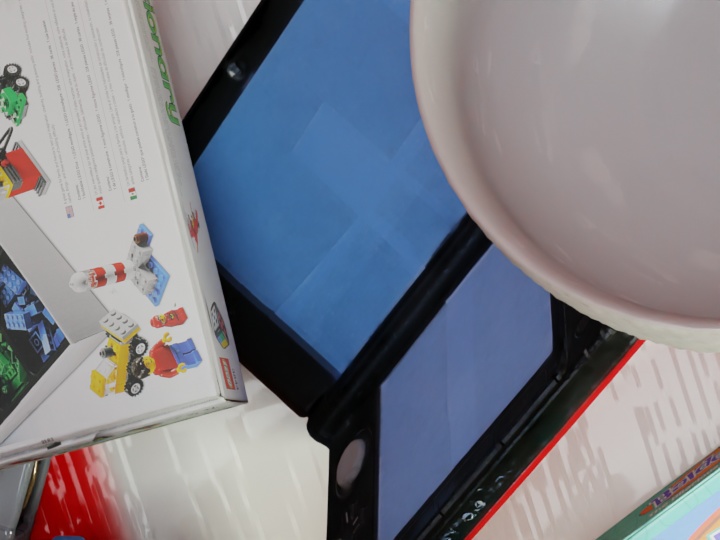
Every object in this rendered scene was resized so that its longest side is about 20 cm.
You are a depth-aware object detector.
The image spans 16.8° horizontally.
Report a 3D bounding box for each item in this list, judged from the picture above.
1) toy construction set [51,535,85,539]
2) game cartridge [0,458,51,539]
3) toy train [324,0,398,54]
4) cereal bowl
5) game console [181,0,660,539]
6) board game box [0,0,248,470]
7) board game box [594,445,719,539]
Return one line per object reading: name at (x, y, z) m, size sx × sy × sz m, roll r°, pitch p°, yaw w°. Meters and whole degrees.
toy construction set at (-0.084, 0.150, 0.880) m, size 0.200 × 0.131 × 0.092 m, roll 20°, pitch 117°, yaw 0°
game cartridge at (-0.174, 0.023, 0.937) m, size 0.133 × 0.042 × 0.200 m, roll 16°, pitch 98°, yaw 3°
toy train at (0.083, -0.086, 0.863) m, size 0.200 × 0.085 × 0.114 m, roll 40°, pitch 113°, yaw 1°
cereal bowl at (0.119, -0.068, 0.714) m, size 0.200 × 0.083 × 0.200 m, roll -6°, pitch 73°, yaw 19°
game console at (0.000, 0.000, 0.832) m, size 0.119 × 0.172 × 0.200 m, roll 23°, pitch 128°, yaw -18°
board game box at (-0.125, -0.032, 0.876) m, size 0.126 × 0.035 × 0.200 m, roll -15°, pitch 82°, yaw 11°
board game box at (0.194, 0.142, 0.883) m, size 0.152 × 0.045 × 0.200 m, roll -38°, pitch 90°, yaw 12°
